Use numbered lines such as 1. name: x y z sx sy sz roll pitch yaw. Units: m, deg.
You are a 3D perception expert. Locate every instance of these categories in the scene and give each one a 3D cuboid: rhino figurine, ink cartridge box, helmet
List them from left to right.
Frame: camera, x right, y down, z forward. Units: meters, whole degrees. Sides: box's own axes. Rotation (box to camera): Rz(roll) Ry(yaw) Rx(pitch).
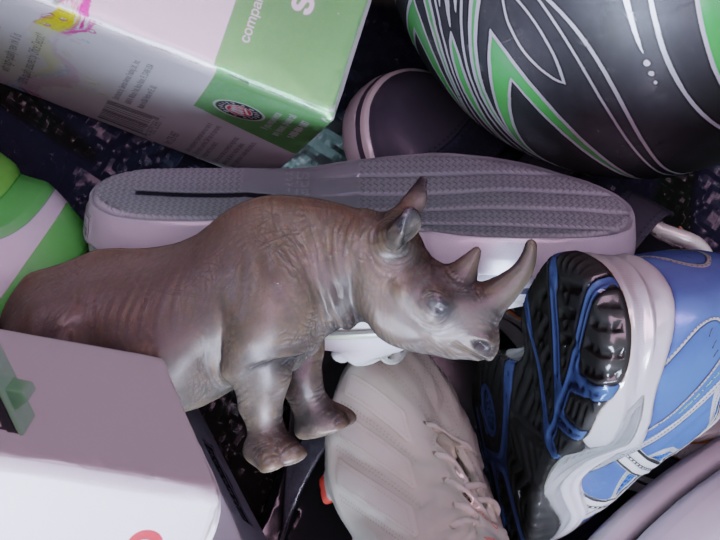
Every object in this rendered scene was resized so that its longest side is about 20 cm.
1. ink cartridge box: -0.163 0.091 0.787 0.199 0.084 0.146 11 117 -24
2. ink cartridge box: -0.102 -0.114 0.910 0.199 0.145 0.088 19 80 -9
3. rhino figurine: -0.034 0.020 0.857 0.199 0.060 0.088 -17 98 14
4. helmet: 0.099 -0.133 0.911 0.190 0.199 0.202 -2 88 -44

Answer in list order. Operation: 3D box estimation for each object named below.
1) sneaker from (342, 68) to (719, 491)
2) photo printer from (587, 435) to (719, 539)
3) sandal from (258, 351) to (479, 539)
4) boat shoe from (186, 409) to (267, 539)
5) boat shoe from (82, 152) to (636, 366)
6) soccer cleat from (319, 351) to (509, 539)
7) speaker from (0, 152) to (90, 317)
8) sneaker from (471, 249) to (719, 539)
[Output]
1. sneaker: 0.082 -0.007 0.968 0.200 0.079 0.079 47 54 -9
2. photo printer: 0.147 0.159 0.939 0.166 0.069 0.201 -33 119 -26
3. sandal: -0.005 0.090 0.973 0.076 0.043 0.201 23 84 -9
4. boat shoe: -0.067 0.112 0.926 0.065 0.074 0.201 -30 59 3
5. boat shoe: 0.000 0.000 0.917 0.198 0.074 0.067 4 118 8
6. soccer cleat: 0.030 0.102 0.885 0.069 0.078 0.201 17 48 -26
7. speaker: -0.198 -0.042 0.920 0.200 0.088 0.089 37 82 -7
8. sneaker: 0.089 0.048 0.888 0.076 0.200 0.076 -9 73 -15
